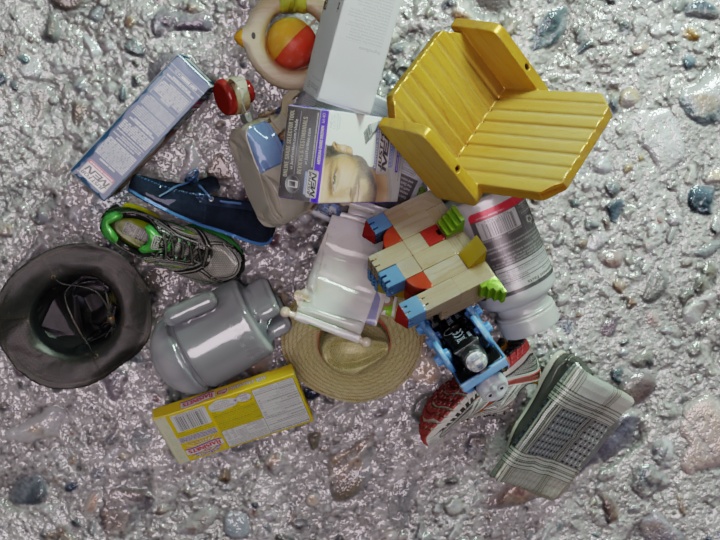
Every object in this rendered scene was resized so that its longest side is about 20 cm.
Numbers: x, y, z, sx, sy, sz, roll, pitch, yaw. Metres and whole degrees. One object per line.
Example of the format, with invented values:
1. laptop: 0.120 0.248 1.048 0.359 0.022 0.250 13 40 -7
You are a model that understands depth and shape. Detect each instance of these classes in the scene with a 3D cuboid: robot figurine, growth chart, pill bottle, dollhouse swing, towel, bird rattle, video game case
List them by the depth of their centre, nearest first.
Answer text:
1. dollhouse swing: 0.169 -0.199 1.165 0.182 0.176 0.200 47 65 -26
2. bird rattle: -0.067 -0.304 1.224 0.163 0.113 0.200 -45 111 2
3. growth chart: 0.000 0.000 1.258 0.145 0.018 0.200 26 75 -5
4. robot figurine: -0.193 0.089 1.266 0.200 0.113 0.170 -29 135 2
5. pill bottle: 0.192 -0.013 1.275 0.111 0.111 0.200 -23 100 0
6. video game case: -0.010 -0.150 1.285 0.200 0.023 0.182 24 97 -8
7. towel: 0.282 0.230 1.304 0.193 0.035 0.200 -54 140 6

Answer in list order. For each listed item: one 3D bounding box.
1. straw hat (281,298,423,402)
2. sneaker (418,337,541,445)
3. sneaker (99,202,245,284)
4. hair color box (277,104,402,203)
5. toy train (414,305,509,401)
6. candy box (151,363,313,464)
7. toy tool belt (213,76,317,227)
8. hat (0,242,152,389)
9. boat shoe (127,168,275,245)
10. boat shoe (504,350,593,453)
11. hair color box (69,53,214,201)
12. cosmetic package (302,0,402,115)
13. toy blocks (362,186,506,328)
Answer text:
1. straw hat: -0.008 0.102 1.294 0.201 0.085 0.201 -1 99 -3
2. sneaker: 0.167 0.179 1.320 0.200 0.078 0.082 -37 105 -1
3. sneaker: -0.249 -0.028 1.258 0.200 0.085 0.078 17 98 -7
4. hair color box: -0.017 -0.139 1.174 0.065 0.200 0.109 12 101 30
5. toy train: 0.139 0.100 1.251 0.087 0.200 0.114 -35 111 2
6. candy box: -0.173 0.198 1.309 0.200 0.026 0.102 -18 132 -1
7. toy tool belt: -0.098 -0.163 1.219 0.123 0.125 0.200 -26 102 -28
8. hat: -0.377 0.053 1.268 0.200 0.081 0.201 -2 100 -12
9. boat shoe: -0.204 -0.094 1.257 0.200 0.084 0.069 19 96 -27
10. boat shoe: 0.258 0.208 1.325 0.057 0.067 0.200 32 108 36
11. hair color box: -0.274 -0.183 1.222 0.061 0.100 0.200 44 95 -10
12. cosmetic package: -0.005 -0.295 1.131 0.074 0.102 0.200 13 103 -18
13. toy blocks: 0.071 -0.009 1.211 0.137 0.100 0.200 -25 63 -14
